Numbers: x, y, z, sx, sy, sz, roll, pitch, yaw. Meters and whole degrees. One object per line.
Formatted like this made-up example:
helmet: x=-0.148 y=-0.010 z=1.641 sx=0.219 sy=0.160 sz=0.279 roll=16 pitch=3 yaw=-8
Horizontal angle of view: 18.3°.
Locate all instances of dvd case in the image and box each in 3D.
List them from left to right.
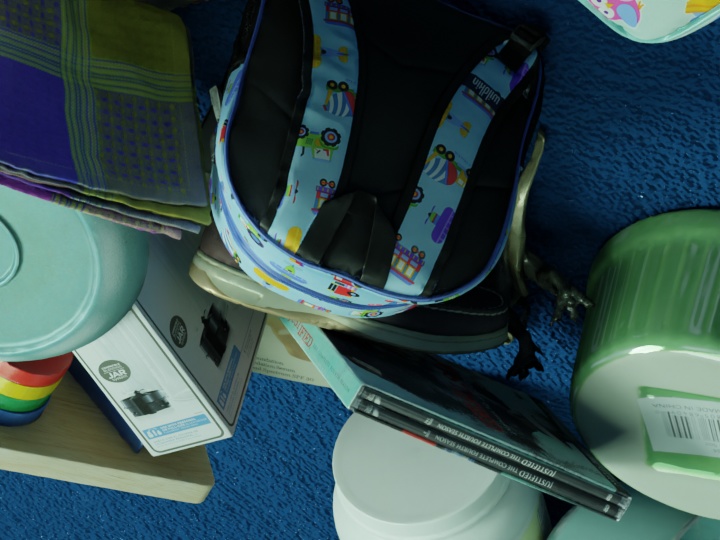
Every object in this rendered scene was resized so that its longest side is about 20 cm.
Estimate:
dvd case: x=0.055 y=0.081 z=1.346 sx=0.199 sy=0.022 sz=0.146 roll=26 pitch=-170 yaw=-26

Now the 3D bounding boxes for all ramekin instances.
ramekin: x=0.222 y=0.066 z=1.362 sx=0.198 sy=0.098 sz=0.201 roll=15 pitch=144 yaw=12

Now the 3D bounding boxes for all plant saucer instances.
plant saucer: x=-0.217 y=-0.020 z=1.244 sx=0.198 sy=0.028 sz=0.201 roll=7 pitch=131 yaw=9

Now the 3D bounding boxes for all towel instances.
towel: x=-0.165 y=-0.103 z=1.179 sx=0.199 sy=0.145 sz=0.023 roll=18 pitch=145 yaw=-36

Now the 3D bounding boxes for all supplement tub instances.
supplement tub: x=0.062 y=0.185 z=1.564 sx=0.144 sy=0.146 sz=0.201 roll=6 pitch=141 yaw=23

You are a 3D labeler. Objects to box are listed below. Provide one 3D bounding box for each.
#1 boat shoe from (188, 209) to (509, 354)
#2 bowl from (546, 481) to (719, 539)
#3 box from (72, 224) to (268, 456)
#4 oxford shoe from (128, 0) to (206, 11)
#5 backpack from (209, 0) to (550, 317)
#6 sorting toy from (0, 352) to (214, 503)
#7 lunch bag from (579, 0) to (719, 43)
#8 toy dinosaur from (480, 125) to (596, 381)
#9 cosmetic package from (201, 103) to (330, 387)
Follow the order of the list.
boat shoe: x=0.000 y=0.000 z=1.323 sx=0.198 sy=0.072 sz=0.065 roll=13 pitch=108 yaw=-12
bowl: x=0.186 y=0.226 z=1.533 sx=0.105 sy=0.201 sz=0.202 roll=24 pitch=149 yaw=34
box: x=-0.137 y=0.000 z=1.340 sx=0.060 sy=0.117 sz=0.201 roll=-15 pitch=126 yaw=26
oxford shoe: x=-0.100 y=-0.169 z=1.271 sx=0.073 sy=0.071 sz=0.200 roll=29 pitch=144 yaw=-12
backpack: x=-0.001 y=-0.058 z=1.232 sx=0.181 sy=0.201 sz=0.135 roll=21 pitch=145 yaw=-11
sorting toy: x=-0.191 y=0.040 z=1.448 sx=0.199 sy=0.200 sz=0.070 roll=14 pitch=127 yaw=-32
lunch bag: x=0.159 y=-0.203 z=1.076 sx=0.160 sy=0.077 sz=0.200 roll=36 pitch=143 yaw=-19
toy dinosaur: x=0.100 y=0.009 z=1.376 sx=0.047 sy=0.089 sz=0.201 roll=-14 pitch=149 yaw=-20
cosmetic package: x=-0.040 y=-0.016 z=1.429 sx=0.104 sy=0.071 sz=0.201 roll=9 pitch=142 yaw=20
